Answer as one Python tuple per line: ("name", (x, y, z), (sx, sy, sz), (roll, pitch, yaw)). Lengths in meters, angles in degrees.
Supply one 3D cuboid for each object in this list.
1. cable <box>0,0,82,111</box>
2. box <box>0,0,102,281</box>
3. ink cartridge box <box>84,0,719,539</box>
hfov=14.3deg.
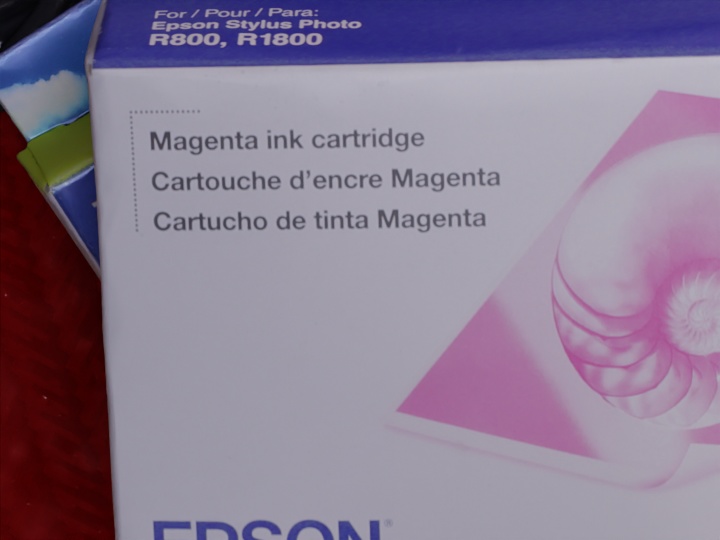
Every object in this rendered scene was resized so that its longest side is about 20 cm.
("cable", (-0.110, -0.141, 0.767), (0.163, 0.051, 0.201), (-4, 100, -6))
("box", (0.000, 0.000, 0.775), (0.122, 0.048, 0.200), (-33, 114, -4))
("ink cartridge box", (0.033, -0.012, 0.704), (0.196, 0.043, 0.201), (-2, 107, 3))
